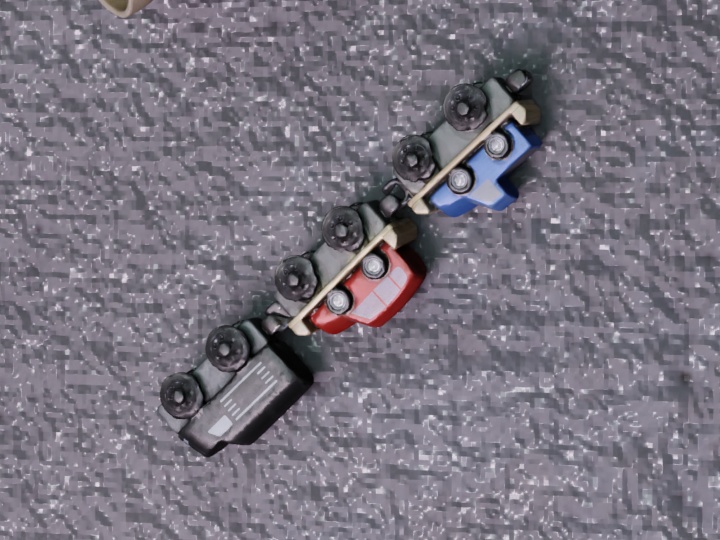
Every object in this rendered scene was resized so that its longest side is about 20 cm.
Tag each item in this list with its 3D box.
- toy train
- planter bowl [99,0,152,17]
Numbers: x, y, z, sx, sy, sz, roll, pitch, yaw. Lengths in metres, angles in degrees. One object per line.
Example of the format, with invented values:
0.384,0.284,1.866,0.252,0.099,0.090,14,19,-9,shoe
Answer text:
0.000,0.000,1.091,0.200,0.034,0.046,-45,81,15,toy train
-0.075,-0.214,1.045,0.134,0.200,0.201,-29,81,-10,planter bowl
